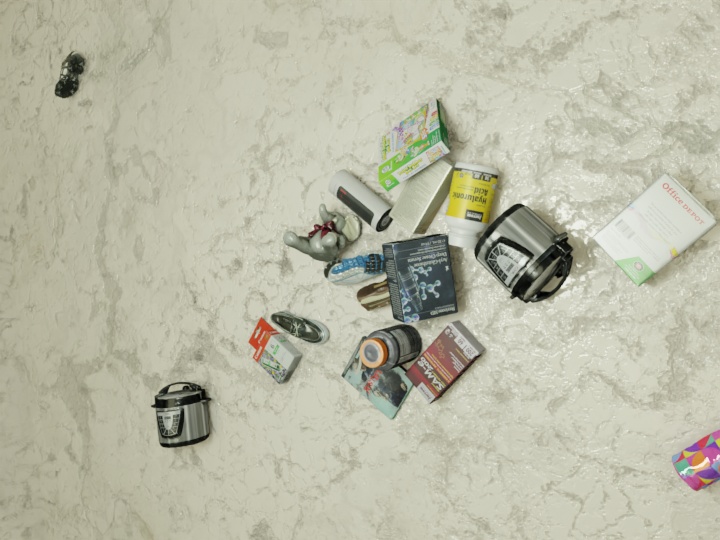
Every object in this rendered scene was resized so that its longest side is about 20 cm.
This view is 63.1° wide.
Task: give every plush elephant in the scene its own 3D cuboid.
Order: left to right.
[{"bbox_3d":[-0.094,-0.112,1.663,0.162,0.200,0.157,1,69,29],"label":"plush elephant"}]

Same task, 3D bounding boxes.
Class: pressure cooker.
[{"bbox_3d":[-0.602,0.477,1.970,0.178,0.174,0.204,-10,85,55],"label":"pressure cooker"},{"bbox_3d":[0.385,-0.032,1.349,0.178,0.176,0.200,-42,70,-2],"label":"pressure cooker"}]

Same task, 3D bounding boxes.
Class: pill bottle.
[{"bbox_3d":[0.075,0.203,1.536,0.105,0.199,0.108,1,92,31],"label":"pill bottle"},{"bbox_3d":[0.271,-0.160,1.458,0.110,0.111,0.203,15,100,29],"label":"pill bottle"}]

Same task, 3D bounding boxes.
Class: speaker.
[{"bbox_3d":[0.002,-0.197,1.637,0.200,0.081,0.082,42,111,23],"label":"speaker"}]

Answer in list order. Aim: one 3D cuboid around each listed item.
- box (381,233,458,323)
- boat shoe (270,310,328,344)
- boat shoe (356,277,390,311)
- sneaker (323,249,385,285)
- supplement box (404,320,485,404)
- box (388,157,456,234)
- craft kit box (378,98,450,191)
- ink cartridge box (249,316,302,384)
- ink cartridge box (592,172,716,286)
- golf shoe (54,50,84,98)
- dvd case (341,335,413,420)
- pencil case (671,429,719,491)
[{"bbox_3d":[0.149,0.018,1.488,0.146,0.107,0.204,-11,95,-12],"label":"box"},{"bbox_3d":[-0.190,0.176,1.769,0.198,0.071,0.073,16,99,29],"label":"boat shoe"},{"bbox_3d":[0.092,0.060,1.608,0.200,0.075,0.075,-17,122,21],"label":"boat shoe"},{"bbox_3d":[0.000,0.000,1.656,0.197,0.087,0.076,-10,62,10],"label":"sneaker"},{"bbox_3d":[0.219,0.239,1.532,0.109,0.061,0.201,47,114,21],"label":"supplement box"},{"bbox_3d":[0.170,-0.204,1.535,0.095,0.077,0.202,40,111,24],"label":"box"},{"bbox_3d":[0.132,-0.325,1.510,0.196,0.048,0.202,-33,37,29],"label":"craft kit box"},{"bbox_3d":[-0.283,0.249,1.840,0.199,0.050,0.110,38,110,23],"label":"ink cartridge box"},{"bbox_3d":[0.630,-0.087,1.258,0.200,0.087,0.146,-47,69,25],"label":"ink cartridge box"},{"bbox_3d":[-1.155,-0.778,2.327,0.200,0.077,0.095,-47,52,22],"label":"golf shoe"},{"bbox_3d":[0.049,0.303,1.659,0.199,0.022,0.147,38,110,25],"label":"dvd case"},{"bbox_3d":[0.748,0.372,1.208,0.200,0.088,0.089,-43,71,22],"label":"pencil case"}]
